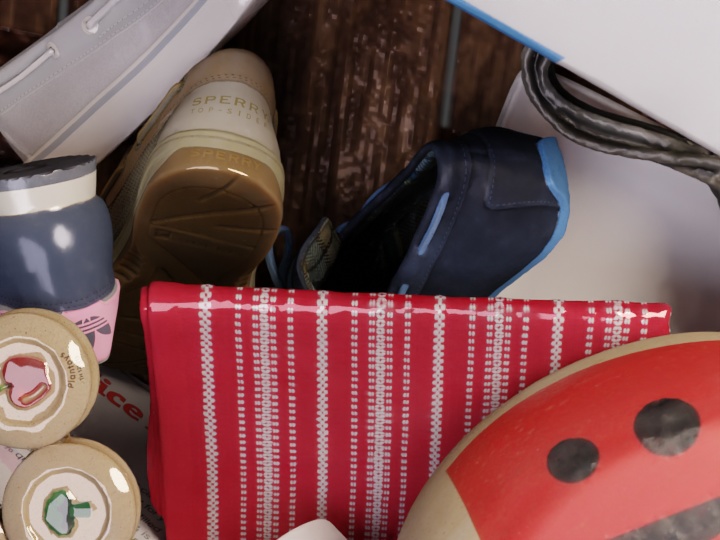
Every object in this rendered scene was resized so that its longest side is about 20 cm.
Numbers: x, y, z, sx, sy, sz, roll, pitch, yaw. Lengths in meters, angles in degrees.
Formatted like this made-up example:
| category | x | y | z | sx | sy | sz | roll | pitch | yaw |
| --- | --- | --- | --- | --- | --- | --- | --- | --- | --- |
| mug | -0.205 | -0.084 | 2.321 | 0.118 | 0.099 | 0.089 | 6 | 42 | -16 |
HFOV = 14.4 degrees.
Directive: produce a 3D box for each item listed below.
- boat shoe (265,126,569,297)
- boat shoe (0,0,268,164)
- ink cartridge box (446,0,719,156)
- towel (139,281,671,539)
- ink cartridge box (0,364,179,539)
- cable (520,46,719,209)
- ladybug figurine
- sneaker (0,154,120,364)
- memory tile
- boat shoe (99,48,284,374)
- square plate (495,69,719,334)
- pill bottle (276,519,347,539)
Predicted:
| category | x | y | z | sx | sy | sz | roll | pitch | yaw |
| --- | --- | --- | --- | --- | --- | --- | --- | --- | --- |
| boat shoe | 0.000 | 0.000 | 1.112 | 0.068 | 0.084 | 0.200 | 9 | 137 | -33 |
| boat shoe | -0.078 | -0.112 | 1.117 | 0.069 | 0.072 | 0.200 | 46 | 126 | -4 |
| ink cartridge box | 0.102 | -0.133 | 0.971 | 0.145 | 0.200 | 0.084 | 29 | 115 | 5 |
| towel | 0.015 | 0.058 | 1.097 | 0.199 | 0.023 | 0.145 | 2 | 136 | 2 |
| ink cartridge box | -0.135 | 0.122 | 1.154 | 0.145 | 0.200 | 0.084 | 37 | 121 | 0 |
| cable | 0.147 | -0.026 | 1.053 | 0.097 | 0.050 | 0.200 | -40 | 98 | 24 |
| ladybug figurine | 0.104 | 0.094 | 1.014 | 0.200 | 0.072 | 0.136 | -30 | 87 | -4 |
| sneaker | -0.149 | 0.003 | 1.124 | 0.070 | 0.200 | 0.082 | -14 | 94 | -21 |
| memory tile | -0.143 | 0.127 | 1.040 | 0.153 | 0.017 | 0.201 | -20 | 93 | 6 |
| boat shoe | -0.072 | -0.018 | 1.131 | 0.072 | 0.065 | 0.200 | 13 | 151 | -11 |
| square plate | 0.123 | 0.039 | 1.133 | 0.200 | 0.028 | 0.199 | 24 | 116 | 7 |
| pill bottle | 0.025 | 0.192 | 1.080 | 0.200 | 0.112 | 0.113 | 45 | 119 | 18 |
